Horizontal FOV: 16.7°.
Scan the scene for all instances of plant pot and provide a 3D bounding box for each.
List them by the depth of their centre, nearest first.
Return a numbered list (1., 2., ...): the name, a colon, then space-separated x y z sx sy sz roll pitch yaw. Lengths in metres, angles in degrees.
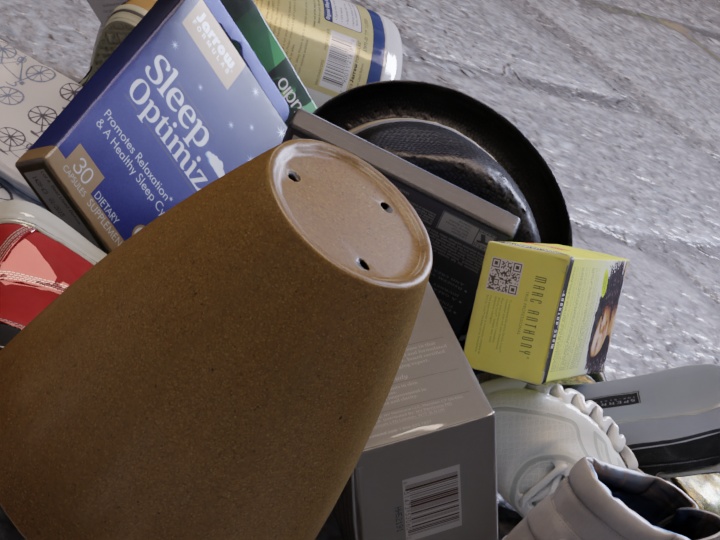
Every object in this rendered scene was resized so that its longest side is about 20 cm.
1. plant pot: -0.059 0.039 1.173 0.186 0.200 0.187 26 35 -20

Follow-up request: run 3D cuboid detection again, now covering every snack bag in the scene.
1. snack bag: -0.212 -0.057 1.458 0.188 0.022 0.200 32 43 21

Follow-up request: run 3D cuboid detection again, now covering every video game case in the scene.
1. video game case: 0.000 0.000 1.457 0.142 0.200 0.019 26 53 1

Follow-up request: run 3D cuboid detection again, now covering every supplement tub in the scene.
1. supplement tub: -0.085 -0.148 1.781 0.199 0.145 0.145 20 20 -20

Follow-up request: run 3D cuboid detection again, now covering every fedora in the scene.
1. fedora: 0.045 -0.028 1.512 0.199 0.202 0.092 23 -7 -10

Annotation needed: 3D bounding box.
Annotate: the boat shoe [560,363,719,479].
1. boat shoe: 0.133 0.106 1.462 0.198 0.068 0.074 -12 28 5

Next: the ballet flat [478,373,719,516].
1. ballet flat: 0.145 0.114 1.526 0.199 0.071 0.071 34 20 21

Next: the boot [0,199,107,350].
1. boot: -0.129 0.061 1.321 0.199 0.072 0.145 28 33 -25

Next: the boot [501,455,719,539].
1. boot: 0.170 0.174 1.306 0.199 0.096 0.074 29 23 -24

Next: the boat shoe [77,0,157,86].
1. boat shoe: -0.146 -0.113 1.561 0.075 0.200 0.062 40 54 4

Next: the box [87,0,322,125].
1. box: -0.086 -0.112 1.597 0.144 0.036 0.201 3 -49 56

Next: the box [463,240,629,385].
1. box: 0.110 0.022 1.409 0.050 0.076 0.200 13 5 16

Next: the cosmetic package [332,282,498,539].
1. cosmetic package: 0.007 0.060 1.338 0.090 0.107 0.200 -16 40 -12

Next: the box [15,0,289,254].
1. box: -0.109 -0.081 1.445 0.121 0.032 0.200 56 47 -25

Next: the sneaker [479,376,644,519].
1. sneaker: 0.129 0.134 1.389 0.200 0.075 0.081 38 29 -21

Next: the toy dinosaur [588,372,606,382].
1. toy dinosaur: 0.097 0.024 1.661 0.102 0.077 0.201 33 29 -52
